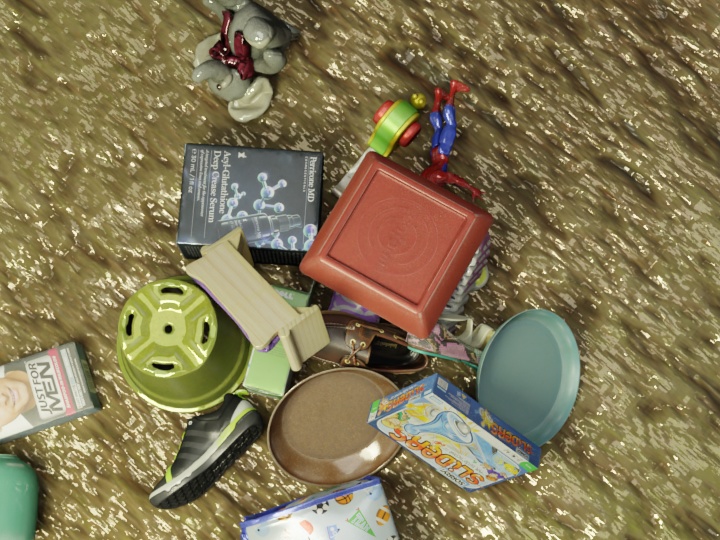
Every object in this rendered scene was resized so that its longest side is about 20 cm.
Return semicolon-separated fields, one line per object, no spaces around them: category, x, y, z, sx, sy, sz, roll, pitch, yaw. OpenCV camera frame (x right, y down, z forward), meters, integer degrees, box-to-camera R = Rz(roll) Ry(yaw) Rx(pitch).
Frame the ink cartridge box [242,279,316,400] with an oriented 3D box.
ink cartridge box;-0.109;0.078;1.617;0.059;0.104;0.201;15;80;1

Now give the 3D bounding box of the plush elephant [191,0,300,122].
plush elephant;-0.183;-0.314;1.670;0.165;0.200;0.155;44;104;19

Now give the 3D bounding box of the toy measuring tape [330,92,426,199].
toy measuring tape;0.029;-0.189;1.686;0.074;0.074;0.200;41;81;6

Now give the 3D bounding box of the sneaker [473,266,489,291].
sneaker;0.100;-0.040;1.657;0.200;0.076;0.075;37;79;4

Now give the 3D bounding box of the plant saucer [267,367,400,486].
plant saucer;-0.033;0.210;1.586;0.200;0.037;0.201;-6;119;-11

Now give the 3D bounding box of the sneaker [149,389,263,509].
sneaker;-0.224;0.250;1.612;0.200;0.072;0.083;-41;63;-9

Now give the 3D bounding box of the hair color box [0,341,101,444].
hair color box;-0.479;0.181;1.612;0.199;0.061;0.099;-19;81;-4

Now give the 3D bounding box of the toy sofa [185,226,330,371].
toy sofa;-0.138;0.044;1.509;0.097;0.083;0.200;-36;55;-16

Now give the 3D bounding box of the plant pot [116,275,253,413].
plant pot;-0.251;0.089;1.571;0.200;0.184;0.201;0;79;-1

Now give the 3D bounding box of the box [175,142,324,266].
box;-0.155;-0.092;1.646;0.199;0.107;0.149;3;79;-1

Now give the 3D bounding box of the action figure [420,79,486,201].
action figure;0.139;-0.169;1.684;0.099;0.065;0.201;27;65;-26

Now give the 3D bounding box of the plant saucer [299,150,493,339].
plant saucer;0.049;-0.041;1.536;0.200;0.037;0.200;29;78;7

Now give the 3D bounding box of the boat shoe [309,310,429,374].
boat shoe;0.001;0.101;1.564;0.199;0.070;0.071;6;112;-25

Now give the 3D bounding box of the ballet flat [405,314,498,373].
ballet flat;0.146;0.101;1.589;0.200;0.069;0.071;23;90;-38

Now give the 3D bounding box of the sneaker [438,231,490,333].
sneaker;0.114;0.017;1.616;0.088;0.080;0.201;32;116;16

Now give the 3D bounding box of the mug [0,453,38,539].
mug;-0.527;0.303;1.542;0.184;0.152;0.115;3;80;-3

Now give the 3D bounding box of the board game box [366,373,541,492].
board game box;0.126;0.222;1.544;0.200;0.135;0.035;36;48;-22

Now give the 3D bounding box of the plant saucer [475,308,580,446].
plant saucer;0.230;0.152;1.602;0.200;0.027;0.201;-5;98;-36

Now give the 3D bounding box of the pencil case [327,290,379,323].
pencil case;0.000;0.000;1.616;0.085;0.084;0.201;8;100;-13

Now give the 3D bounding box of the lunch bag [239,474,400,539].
lunch bag;-0.049;0.387;1.555;0.199;0.124;0.170;-18;83;-11
